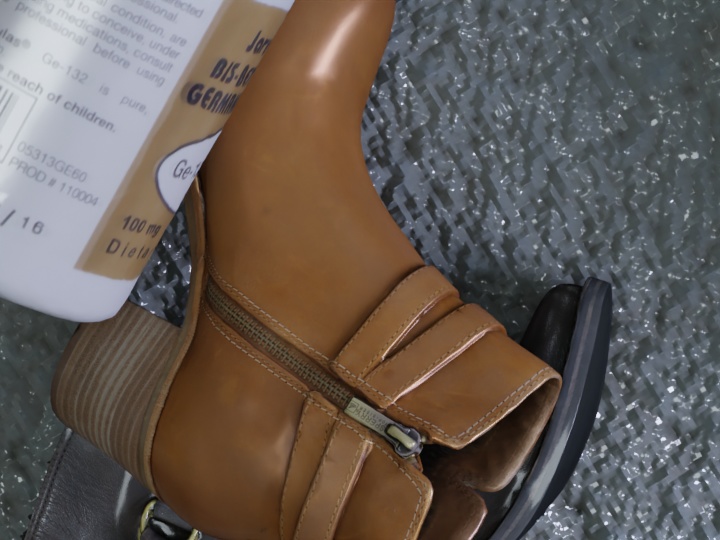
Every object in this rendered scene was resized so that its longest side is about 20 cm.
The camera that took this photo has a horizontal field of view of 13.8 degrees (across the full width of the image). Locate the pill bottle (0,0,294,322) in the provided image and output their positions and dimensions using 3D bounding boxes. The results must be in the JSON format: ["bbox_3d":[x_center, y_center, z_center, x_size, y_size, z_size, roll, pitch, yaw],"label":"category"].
[{"bbox_3d":[-0.081,-0.095,0.946,0.114,0.114,0.200,30,99,2],"label":"pill bottle"}]

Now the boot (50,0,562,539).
[{"bbox_3d":[0.000,0.000,0.981,0.155,0.077,0.200,26,80,31],"label":"boot"}]

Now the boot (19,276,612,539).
[{"bbox_3d":[-0.020,0.060,1.044,0.174,0.069,0.200,29,95,10],"label":"boot"}]
